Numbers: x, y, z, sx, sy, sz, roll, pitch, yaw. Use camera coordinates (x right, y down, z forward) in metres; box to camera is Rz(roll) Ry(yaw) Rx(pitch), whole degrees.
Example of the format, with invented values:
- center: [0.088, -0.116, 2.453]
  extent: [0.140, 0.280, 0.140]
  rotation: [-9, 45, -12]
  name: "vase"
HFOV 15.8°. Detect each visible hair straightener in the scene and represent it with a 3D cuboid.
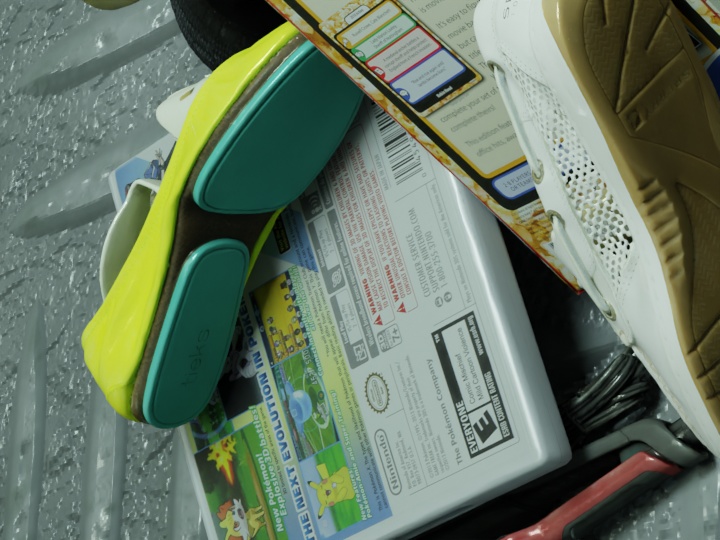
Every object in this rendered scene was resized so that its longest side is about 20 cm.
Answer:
- center: [0.070, 0.071, 1.003]
  extent: [0.200, 0.041, 0.077]
  rotation: [-43, 48, 37]
  name: "hair straightener"

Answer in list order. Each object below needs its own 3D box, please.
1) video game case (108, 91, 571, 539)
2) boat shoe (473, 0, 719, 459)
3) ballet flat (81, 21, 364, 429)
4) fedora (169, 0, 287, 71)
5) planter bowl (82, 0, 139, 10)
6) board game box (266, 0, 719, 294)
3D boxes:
- center: [-0.014, 0.015, 1.043]
  extent: [0.182, 0.022, 0.201]
  rotation: [-30, 70, 38]
  name: "video game case"
- center: [0.100, -0.017, 0.901]
  extent: [0.069, 0.071, 0.201]
  rotation: [-4, 116, 52]
  name: "boat shoe"
- center: [-0.062, -0.031, 1.029]
  extent: [0.067, 0.067, 0.201]
  rotation: [44, 119, 36]
  name: "ballet flat"
- center: [0.004, -0.157, 1.124]
  extent: [0.200, 0.091, 0.202]
  rotation: [-14, 71, 44]
  name: "fedora"
- center: [-0.066, -0.217, 1.025]
  extent: [0.134, 0.200, 0.201]
  rotation: [-14, 63, 15]
  name: "planter bowl"
- center: [0.068, -0.092, 0.931]
  extent: [0.151, 0.200, 0.046]
  rotation: [-27, 28, 45]
  name: "board game box"
